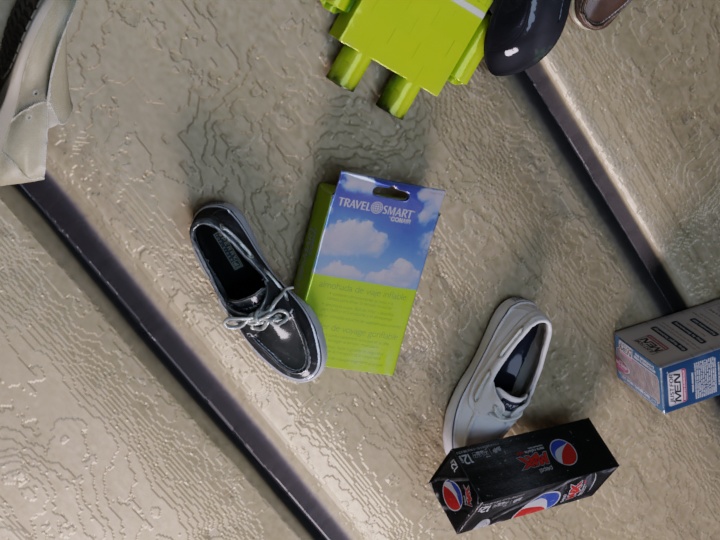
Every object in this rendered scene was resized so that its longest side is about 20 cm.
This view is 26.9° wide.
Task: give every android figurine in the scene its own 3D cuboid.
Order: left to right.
[{"bbox_3d":[0.052,-0.250,1.429,0.182,0.041,0.200,24,99,-28],"label":"android figurine"}]

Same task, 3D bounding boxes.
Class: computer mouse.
[{"bbox_3d":[0.175,-0.276,1.439,0.138,0.053,0.201,-15,126,-56],"label":"computer mouse"}]

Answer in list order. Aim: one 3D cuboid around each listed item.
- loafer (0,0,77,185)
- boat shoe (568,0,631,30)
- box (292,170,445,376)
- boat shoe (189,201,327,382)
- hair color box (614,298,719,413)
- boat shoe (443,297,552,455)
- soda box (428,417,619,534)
[{"bbox_3d":[-0.281,-0.163,1.308,0.068,0.076,0.200,14,112,-27],"label":"loafer"},{"bbox_3d":[0.277,-0.325,1.477,0.075,0.075,0.203,28,97,-28],"label":"boat shoe"},{"bbox_3d":[0.000,0.000,1.494,0.122,0.048,0.201,9,106,-24],"label":"box"},{"bbox_3d":[-0.098,0.028,1.425,0.073,0.068,0.200,-23,105,13],"label":"boat shoe"},{"bbox_3d":[0.392,0.085,1.659,0.199,0.100,0.061,-16,115,-16],"label":"hair color box"},{"bbox_3d":[0.146,0.129,1.592,0.073,0.065,0.201,9,105,-26],"label":"boat shoe"},{"bbox_3d":[0.175,0.217,1.598,0.200,0.071,0.063,-8,145,-35],"label":"soda box"}]
